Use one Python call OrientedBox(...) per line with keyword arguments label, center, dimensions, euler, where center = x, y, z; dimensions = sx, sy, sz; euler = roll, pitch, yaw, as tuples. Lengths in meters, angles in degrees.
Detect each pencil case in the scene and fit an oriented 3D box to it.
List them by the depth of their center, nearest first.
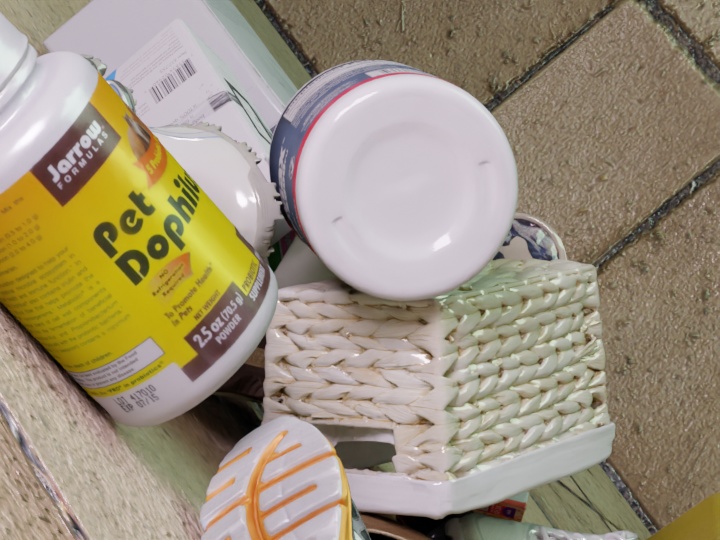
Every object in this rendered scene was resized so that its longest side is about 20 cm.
OrientedBox(label="pencil case", center=(0.106, 0.029, 1.720), dimensions=(0.090, 0.078, 0.200), euler=(49, -13, 20))

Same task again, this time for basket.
OrientedBox(label="basket", center=(0.045, 0.062, 1.406), dimensions=(0.200, 0.135, 0.124), euler=(-10, 99, -55))

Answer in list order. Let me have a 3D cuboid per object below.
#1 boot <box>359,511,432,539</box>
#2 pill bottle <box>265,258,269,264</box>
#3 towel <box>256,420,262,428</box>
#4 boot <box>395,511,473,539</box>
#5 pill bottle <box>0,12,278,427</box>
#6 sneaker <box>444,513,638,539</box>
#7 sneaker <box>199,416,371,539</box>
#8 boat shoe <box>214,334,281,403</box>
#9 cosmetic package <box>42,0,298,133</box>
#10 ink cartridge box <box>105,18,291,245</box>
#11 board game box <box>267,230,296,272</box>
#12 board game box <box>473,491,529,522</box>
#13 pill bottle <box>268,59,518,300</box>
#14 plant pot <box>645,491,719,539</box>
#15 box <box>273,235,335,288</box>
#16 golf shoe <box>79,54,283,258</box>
OrientedBox(label="boot", center=(0.067, 0.195, 1.329), dimensions=(0.199, 0.074, 0.075), euler=(28, -7, -2))
OrientedBox(label="pill bottle", center=(-0.021, 0.024, 1.726), dimensions=(0.200, 0.113, 0.113), euler=(47, 7, -40))
OrientedBox(label="towel", center=(0.014, 0.181, 1.477), dimensions=(0.145, 0.024, 0.200), euler=(47, 7, -45))
OrientedBox(label="boot", center=(0.072, 0.188, 1.540), dimensions=(0.145, 0.072, 0.200), euler=(55, 2, 0))
OrientedBox(label="pill bottle", center=(-0.137, -0.027, 1.163), dimensions=(0.200, 0.109, 0.109), euler=(49, 6, -23))
OrientedBox(label="sneaker", center=(0.127, 0.178, 1.436), dimensions=(0.200, 0.081, 0.075), euler=(25, 39, -42))
OrientedBox(label="sneaker", center=(-0.017, 0.158, 1.163), dimensions=(0.077, 0.078, 0.201), euler=(47, 17, -51))
OrientedBox(label="boat shoe", center=(-0.099, 0.034, 1.378), dimensions=(0.075, 0.075, 0.202), euler=(11, -14, 37))
OrientedBox(label="cosmetic package", center=(-0.112, -0.115, 1.839), dimensions=(0.200, 0.123, 0.199), euler=(54, 6, 13))
OrientedBox(label="ink cartridge box", center=(-0.107, -0.054, 1.534), dimensions=(0.068, 0.116, 0.200), euler=(44, 10, -44))
OrientedBox(label="board game box", center=(0.004, 0.013, 1.630), dimensions=(0.153, 0.040, 0.201), euler=(-26, 104, -54))
OrientedBox(label="board game box", center=(0.095, 0.115, 1.621), dimensions=(0.046, 0.152, 0.200), euler=(13, -24, 3))
OrientedBox(label="pill bottle", center=(0.011, -0.056, 1.357), dimensions=(0.120, 0.119, 0.200), euler=(50, -1, -12))
OrientedBox(label="plant pot", center=(0.216, 0.301, 1.555), dimensions=(0.200, 0.200, 0.176), euler=(50, 18, -11))
OrientedBox(label="box", center=(0.000, 0.000, 1.512), dimensions=(0.068, 0.201, 0.082), euler=(27, -9, 25))
OrientedBox(label="golf shoe", center=(-0.136, -0.053, 1.364), dimensions=(0.200, 0.079, 0.097), euler=(28, 29, 33))
